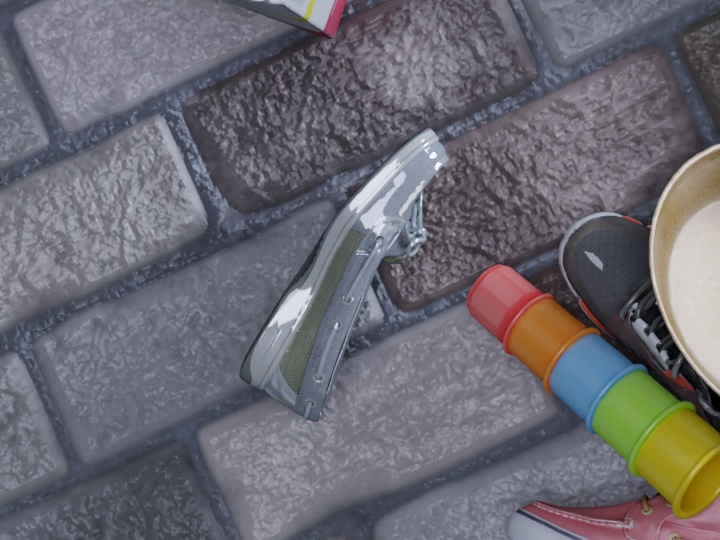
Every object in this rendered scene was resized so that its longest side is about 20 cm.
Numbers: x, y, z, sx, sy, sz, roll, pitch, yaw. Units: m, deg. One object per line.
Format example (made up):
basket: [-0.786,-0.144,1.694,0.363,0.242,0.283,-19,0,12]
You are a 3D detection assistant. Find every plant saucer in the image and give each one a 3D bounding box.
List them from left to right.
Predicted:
plant saucer: [0.259,0.015,1.472,0.199,0.035,0.201,9,63,-18]

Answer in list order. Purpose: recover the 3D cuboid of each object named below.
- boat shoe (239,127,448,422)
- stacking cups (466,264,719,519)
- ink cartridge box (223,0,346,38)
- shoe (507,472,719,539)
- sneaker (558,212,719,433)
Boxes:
boat shoe: [-0.001,0.001,1.533,0.065,0.074,0.202,34,99,1]
stacking cups: [0.146,0.071,1.493,0.200,0.060,0.061,41,96,31]
ink cartridge box: [-0.083,-0.212,1.477,0.144,0.200,0.084,21,93,7]
shoe: [0.197,0.156,1.506,0.199,0.071,0.092,17,91,3]
sneaker: [0.205,0.039,1.495,0.200,0.082,0.077,43,96,6]
